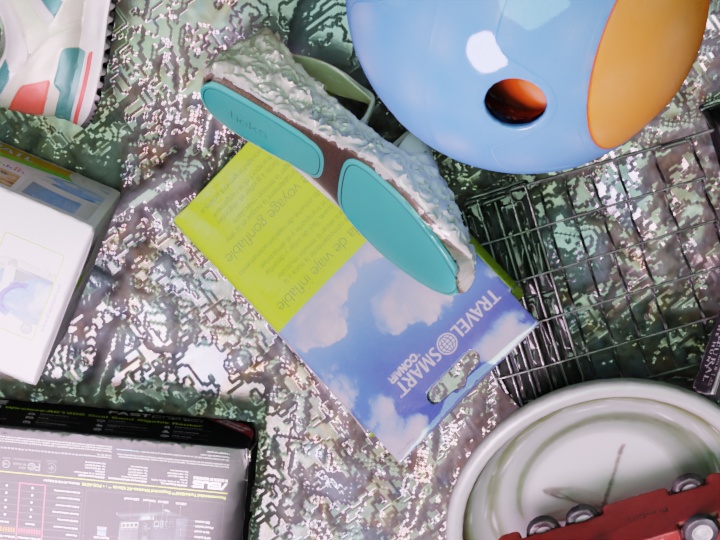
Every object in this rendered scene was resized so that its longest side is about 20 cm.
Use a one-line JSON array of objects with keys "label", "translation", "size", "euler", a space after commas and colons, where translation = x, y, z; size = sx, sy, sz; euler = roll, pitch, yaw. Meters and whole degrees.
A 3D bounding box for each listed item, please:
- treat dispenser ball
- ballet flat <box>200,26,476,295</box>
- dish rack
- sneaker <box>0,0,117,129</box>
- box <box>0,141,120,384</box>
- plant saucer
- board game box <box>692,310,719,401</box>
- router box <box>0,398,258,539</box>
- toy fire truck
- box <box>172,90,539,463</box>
[{"label": "treat dispenser ball", "translation": [0.091, -0.154, 1.228], "size": [0.199, 0.201, 0.203], "euler": [0, 102, 1]}, {"label": "ballet flat", "translation": [-0.001, -0.070, 1.271], "size": [0.200, 0.072, 0.072], "euler": [39, 100, 11]}, {"label": "dish rack", "translation": [0.160, -0.003, 1.347], "size": [0.199, 0.055, 0.154], "euler": [-17, 99, 6]}, {"label": "sneaker", "translation": [-0.183, -0.185, 1.303], "size": [0.093, 0.070, 0.201], "euler": [8, 104, -7]}, {"label": "box", "translation": [-0.255, -0.029, 1.315], "size": [0.199, 0.113, 0.102], "euler": [23, 102, -3]}, {"label": "plant saucer", "translation": [0.149, 0.141, 1.362], "size": [0.198, 0.050, 0.201], "euler": [-1, 120, -2]}, {"label": "board game box", "translation": [0.285, -0.002, 1.316], "size": [0.135, 0.028, 0.201], "euler": [20, 86, -19]}, {"label": "router box", "translation": [-0.165, 0.163, 1.378], "size": [0.198, 0.062, 0.151], "euler": [6, 102, -1]}, {"label": "toy fire truck", "translation": [0.144, 0.209, 1.343], "size": [0.199, 0.049, 0.142], "euler": [-17, 119, 6]}, {"label": "box", "translation": [0.000, 0.000, 1.320], "size": [0.122, 0.048, 0.200], "euler": [-46, 77, 9]}]
